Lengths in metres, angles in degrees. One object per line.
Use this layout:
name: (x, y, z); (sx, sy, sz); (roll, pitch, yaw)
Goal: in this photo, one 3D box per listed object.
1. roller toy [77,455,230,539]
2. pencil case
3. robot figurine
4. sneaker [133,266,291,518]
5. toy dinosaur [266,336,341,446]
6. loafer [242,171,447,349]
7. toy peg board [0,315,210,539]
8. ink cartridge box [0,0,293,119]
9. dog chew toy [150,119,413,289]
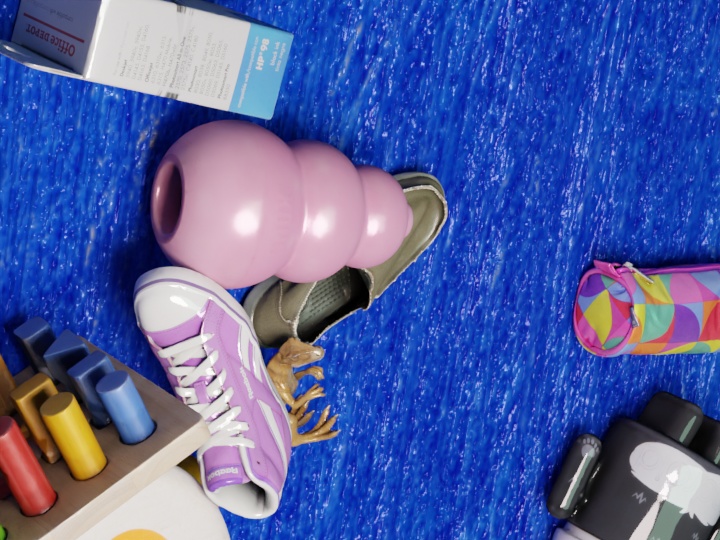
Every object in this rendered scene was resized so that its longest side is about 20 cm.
roller toy: (-0.199, 0.214, 1.704); (0.182, 0.140, 0.201); (27, 82, -31)
pencil case: (0.279, 0.032, 2.018); (0.199, 0.088, 0.089); (0, 106, -37)
robot figurine: (0.250, 0.209, 2.036); (0.201, 0.150, 0.125); (-61, 165, -3)
sneaker: (-0.104, 0.095, 1.672); (0.072, 0.115, 0.201); (-21, 124, 18)
toy dinosaur: (-0.081, 0.120, 1.810); (0.106, 0.061, 0.200); (12, 123, -39)
loafer: (0.000, 0.000, 1.814); (0.200, 0.070, 0.075); (-41, 125, -16)
toy peg board: (-0.244, 0.104, 1.594); (0.199, 0.200, 0.098); (-36, 123, -20)
ink cartridge box: (-0.162, -0.166, 1.610); (0.199, 0.116, 0.067); (10, 101, -38)
dog chew toy: (-0.053, -0.045, 1.716); (0.199, 0.124, 0.125); (5, 104, -27)
